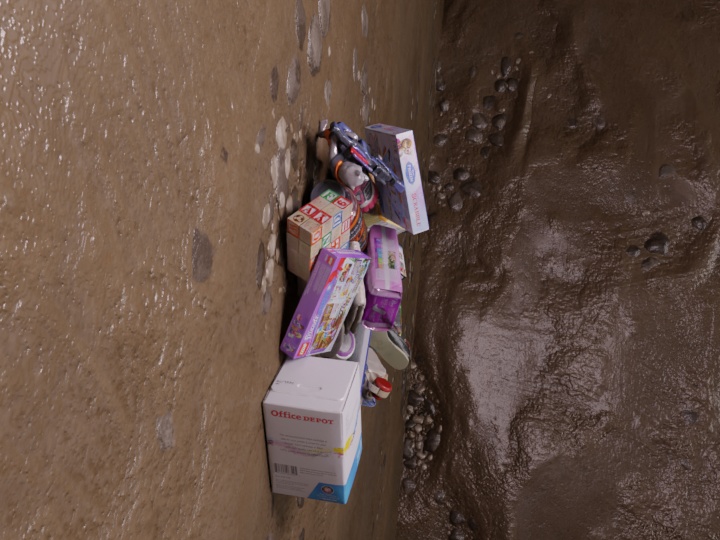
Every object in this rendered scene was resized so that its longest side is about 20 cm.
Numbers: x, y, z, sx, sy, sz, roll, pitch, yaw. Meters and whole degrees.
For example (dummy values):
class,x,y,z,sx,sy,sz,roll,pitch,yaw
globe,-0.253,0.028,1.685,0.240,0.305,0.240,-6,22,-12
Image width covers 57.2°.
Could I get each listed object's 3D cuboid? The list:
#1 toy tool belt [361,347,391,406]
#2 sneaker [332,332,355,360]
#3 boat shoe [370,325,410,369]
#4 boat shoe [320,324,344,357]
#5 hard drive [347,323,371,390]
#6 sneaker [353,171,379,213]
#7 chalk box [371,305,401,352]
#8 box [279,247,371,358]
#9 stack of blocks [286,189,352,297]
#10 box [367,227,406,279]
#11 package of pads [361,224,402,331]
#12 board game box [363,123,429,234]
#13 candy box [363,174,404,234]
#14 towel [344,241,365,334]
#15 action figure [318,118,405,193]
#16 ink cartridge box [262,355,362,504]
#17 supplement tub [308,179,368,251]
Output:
class,x,y,z,sx,sy,sz,roll,pitch,yaw
toy tool belt,0.005,0.276,1.606,0.125,0.122,0.201,-60,-150,16
sneaker,-0.049,0.127,1.548,0.100,0.073,0.205,118,-17,-55
boat shoe,0.056,0.162,1.673,0.202,0.073,0.064,49,31,-21
boat shoe,-0.062,0.082,1.398,0.073,0.072,0.206,-54,148,-69
hard drive,-0.028,0.220,1.547,0.131,0.025,0.205,-32,-141,49
sneaker,-0.016,-0.220,1.414,0.074,0.080,0.203,36,25,-48
chalk box,0.042,0.101,1.741,0.125,0.120,0.204,-102,-174,-50
box,-0.062,0.058,1.211,0.136,0.039,0.204,0,116,-64
stack of blocks,-0.077,-0.029,1.208,0.115,0.058,0.204,-40,149,-38
box,0.029,-0.063,1.561,0.198,0.034,0.112,36,33,-33
package of pads,0.040,0.014,1.400,0.203,0.073,0.123,-92,-168,-46
board game box,0.074,-0.198,1.390,0.199,0.040,0.206,-138,-146,-65
candy box,0.028,-0.162,1.546,0.197,0.054,0.119,16,61,-50
towel,-0.016,0.042,1.366,0.201,0.033,0.137,108,-24,-67
action figure,-0.011,-0.204,1.284,0.199,0.104,0.195,40,19,-23
ink cartridge box,-0.080,0.282,1.192,0.147,0.142,0.206,-64,156,-60
supplement tub,-0.047,-0.103,1.328,0.201,0.103,0.110,65,31,-67
